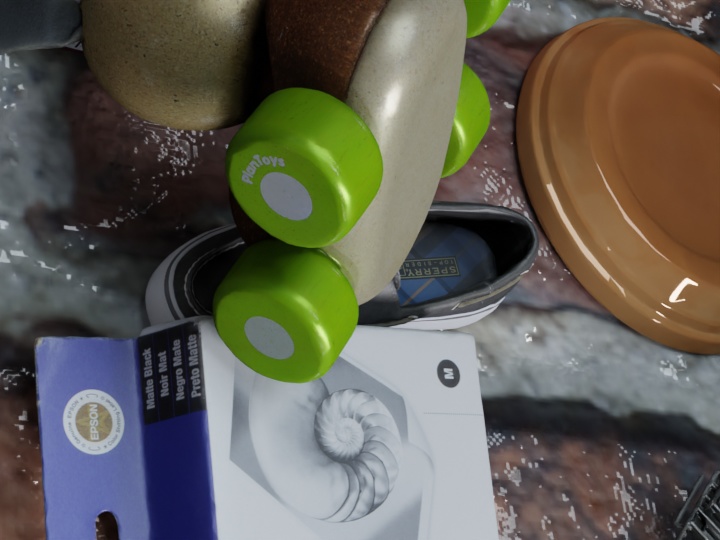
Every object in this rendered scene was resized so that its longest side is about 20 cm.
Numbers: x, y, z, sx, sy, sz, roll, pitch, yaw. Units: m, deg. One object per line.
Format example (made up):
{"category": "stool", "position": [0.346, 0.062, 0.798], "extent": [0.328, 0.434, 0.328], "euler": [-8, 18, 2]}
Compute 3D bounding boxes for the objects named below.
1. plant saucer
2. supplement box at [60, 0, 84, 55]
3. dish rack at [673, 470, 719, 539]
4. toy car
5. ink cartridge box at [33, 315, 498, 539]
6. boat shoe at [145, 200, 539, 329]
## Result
{"category": "plant saucer", "position": [0.174, -0.054, 1.006], "extent": [0.199, 0.037, 0.202], "euler": [16, 58, -27]}
{"category": "supplement box", "position": [-0.085, -0.150, 0.862], "extent": [0.198, 0.061, 0.110], "euler": [12, 60, -30]}
{"category": "dish rack", "position": [0.168, 0.198, 0.857], "extent": [0.154, 0.054, 0.200], "euler": [47, 47, -6]}
{"category": "toy car", "position": [-0.060, -0.083, 0.751], "extent": [0.199, 0.159, 0.165], "euler": [24, 49, 12]}
{"category": "ink cartridge box", "position": [-0.029, 0.119, 0.754], "extent": [0.198, 0.041, 0.202], "euler": [3, 73, -33]}
{"category": "boat shoe", "position": [0.000, 0.000, 0.836], "extent": [0.199, 0.066, 0.071], "euler": [-2, 67, -35]}
